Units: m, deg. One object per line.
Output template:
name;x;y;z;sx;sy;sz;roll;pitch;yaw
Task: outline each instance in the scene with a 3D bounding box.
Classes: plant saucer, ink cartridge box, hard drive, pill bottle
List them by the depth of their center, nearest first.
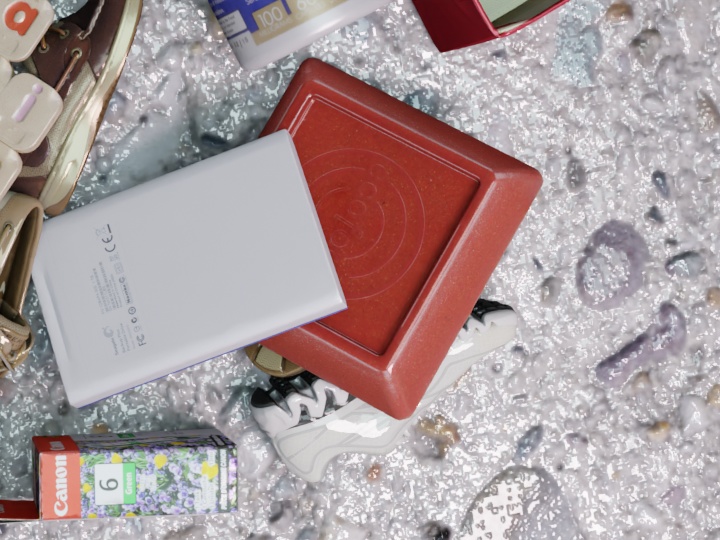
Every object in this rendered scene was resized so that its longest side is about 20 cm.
pill bottle;-0.071;-0.250;1.649;0.120;0.120;0.200;-28;96;-8
ink cartridge box;-0.188;0.140;1.652;0.200;0.109;0.050;-1;92;-10
hard drive;-0.123;-0.001;1.655;0.200;0.025;0.132;-20;73;6
plant saucer;-0.006;-0.029;1.670;0.200;0.037;0.200;28;84;16

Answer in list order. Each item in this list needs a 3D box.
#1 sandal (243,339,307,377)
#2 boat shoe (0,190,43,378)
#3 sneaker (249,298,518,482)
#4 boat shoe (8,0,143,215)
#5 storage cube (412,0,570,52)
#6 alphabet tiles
sandal;0.000;0.000;1.709;0.200;0.054;0.080;-43;72;-1
boat shoe;-0.260;0.043;1.642;0.064;0.071;0.200;11;95;19
sneaker;0.024;0.082;1.715;0.200;0.075;0.081;-25;107;-3
boat shoe;-0.204;-0.141;1.662;0.072;0.072;0.200;21;94;-12
storage cube;0.106;-0.267;1.658;0.200;0.180;0.171;-32;97;-9
alphabet tiles;-0.306;-0.127;1.638;0.200;0.015;0.196;32;86;10
